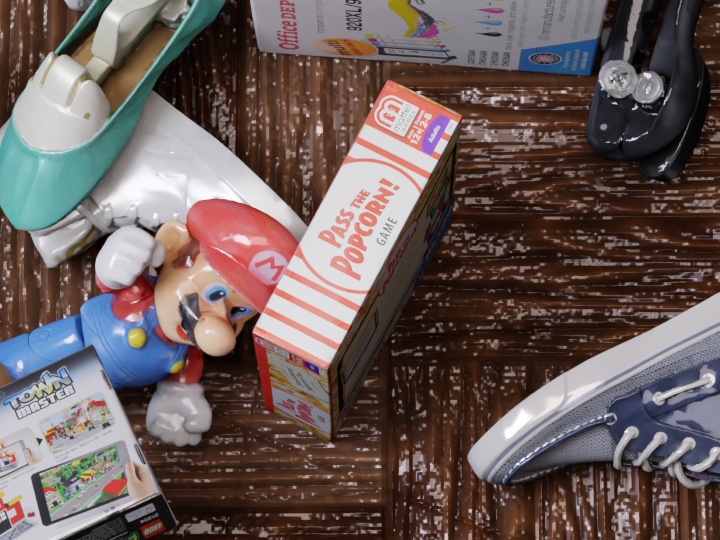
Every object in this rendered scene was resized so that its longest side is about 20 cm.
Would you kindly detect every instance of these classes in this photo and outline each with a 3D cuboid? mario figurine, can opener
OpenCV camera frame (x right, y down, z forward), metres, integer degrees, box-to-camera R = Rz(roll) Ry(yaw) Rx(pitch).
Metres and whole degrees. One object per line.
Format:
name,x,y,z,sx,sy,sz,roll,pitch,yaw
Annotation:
mario figurine,-0.114,0.039,1.508,0.200,0.123,0.106,-33,80,23
can opener,0.174,-0.153,1.601,0.063,0.079,0.200,10,84,17

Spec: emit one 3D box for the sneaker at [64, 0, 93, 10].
sneaker,-0.149,-0.256,1.636,0.099,0.078,0.200,29,77,11

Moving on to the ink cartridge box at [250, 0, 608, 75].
ink cartridge box,0.040,-0.204,1.583,0.200,0.147,0.145,4,76,1

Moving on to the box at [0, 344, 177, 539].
box,-0.206,0.126,1.438,0.200,0.035,0.110,-25,50,-5

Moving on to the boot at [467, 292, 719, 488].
boot,0.164,0.086,1.548,0.200,0.073,0.090,-29,72,-7

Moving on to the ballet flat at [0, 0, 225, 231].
ballet flat,-0.144,-0.115,1.543,0.067,0.070,0.200,30,75,20

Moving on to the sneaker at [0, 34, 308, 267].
sneaker,-0.124,-0.033,1.584,0.200,0.074,0.116,37,80,19

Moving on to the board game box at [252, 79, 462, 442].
board game box,0.000,0.000,1.506,0.046,0.200,0.152,27,77,6
